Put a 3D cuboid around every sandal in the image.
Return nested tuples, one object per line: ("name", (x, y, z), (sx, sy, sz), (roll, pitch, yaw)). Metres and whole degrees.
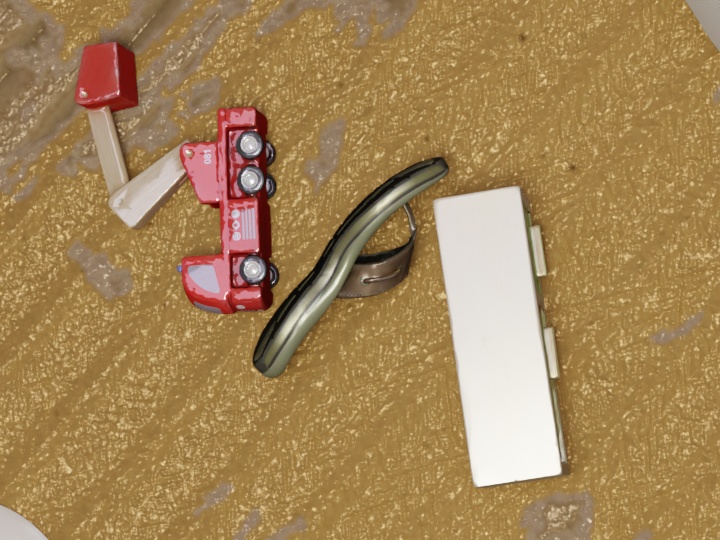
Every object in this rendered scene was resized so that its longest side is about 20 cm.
("sandal", (-0.001, 0.001, 1.516), (0.057, 0.080, 0.201), (37, 98, -6))

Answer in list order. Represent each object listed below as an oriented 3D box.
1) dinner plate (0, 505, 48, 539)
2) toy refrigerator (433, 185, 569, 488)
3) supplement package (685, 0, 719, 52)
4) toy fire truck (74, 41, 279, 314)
("dinner plate", (-0.303, 0.267, 1.558), (0.199, 0.024, 0.202), (-1, 85, 9))
("toy refrigerator", (0.102, 0.048, 1.485), (0.070, 0.076, 0.201), (-10, 82, 9))
("supplement package", (0.295, -0.216, 1.417), (0.147, 0.200, 0.192), (-34, 80, 4))
("toy fire truck", (-0.134, -0.067, 1.551), (0.140, 0.049, 0.201), (-3, 84, 10))
